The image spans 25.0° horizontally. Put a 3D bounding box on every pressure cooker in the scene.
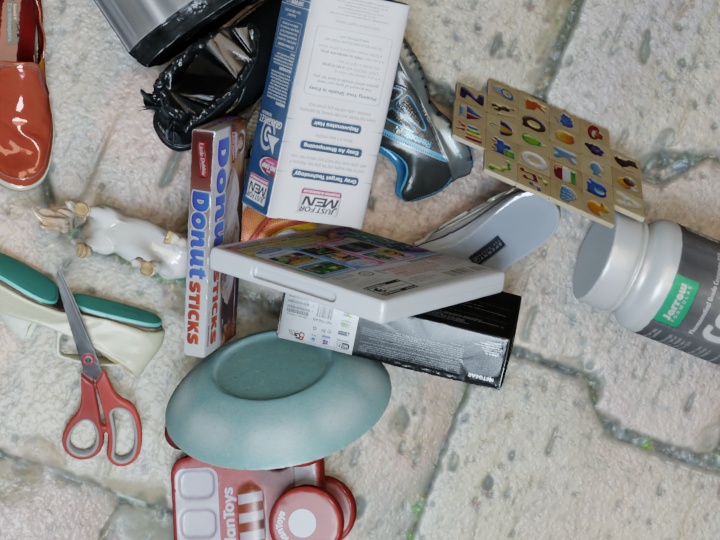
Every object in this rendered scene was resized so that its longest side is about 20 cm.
[{"bbox_3d":[-0.179,-0.302,1.428,0.178,0.176,0.201,-31,95,23],"label":"pressure cooker"}]

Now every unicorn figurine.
[{"bbox_3d":[-0.189,-0.014,1.453,0.200,0.137,0.074,38,92,6],"label":"unicorn figurine"}]

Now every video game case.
[{"bbox_3d":[0.000,0.000,1.404,0.181,0.200,0.024,17,106,32],"label":"video game case"}]

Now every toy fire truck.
[{"bbox_3d":[-0.095,0.183,1.474,0.167,0.112,0.202,-4,88,7],"label":"toy fire truck"}]

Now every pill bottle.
[{"bbox_3d":[0.312,0.019,1.551,0.199,0.113,0.114,20,85,-10],"label":"pill bottle"}]

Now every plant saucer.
[{"bbox_3d":[-0.073,0.097,1.400,0.200,0.201,0.039,-15,121,-12],"label":"plant saucer"}]

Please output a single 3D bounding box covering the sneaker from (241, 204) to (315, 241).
[{"bbox_3d":[-0.053,-0.083,1.499,0.077,0.073,0.200,42,98,-10],"label":"sneaker"}]

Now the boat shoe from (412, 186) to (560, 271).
[{"bbox_3d":[0.100,-0.024,1.532,0.202,0.086,0.075,-36,102,19],"label":"boat shoe"}]

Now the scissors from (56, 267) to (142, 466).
[{"bbox_3d":[-0.233,0.088,1.447,0.073,0.014,0.201,0,114,-3],"label":"scissors"}]

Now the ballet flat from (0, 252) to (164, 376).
[{"bbox_3d":[-0.275,0.043,1.458,0.199,0.069,0.070,23,84,-11],"label":"ballet flat"}]

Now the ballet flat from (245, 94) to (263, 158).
[{"bbox_3d":[-0.044,-0.173,1.480,0.046,0.067,0.200,42,102,3],"label":"ballet flat"}]

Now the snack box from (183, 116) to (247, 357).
[{"bbox_3d":[-0.127,-0.030,1.413,0.024,0.072,0.201,9,107,18],"label":"snack box"}]

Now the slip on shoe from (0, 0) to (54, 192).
[{"bbox_3d":[-0.311,-0.171,1.455,0.074,0.061,0.202,-1,90,-13],"label":"slip on shoe"}]

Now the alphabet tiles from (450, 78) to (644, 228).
[{"bbox_3d":[0.176,-0.112,1.519,0.199,0.167,0.006,22,125,-10],"label":"alphabet tiles"}]

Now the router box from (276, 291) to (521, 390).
[{"bbox_3d":[0.039,0.040,1.437,0.199,0.149,0.051,13,105,7],"label":"router box"}]

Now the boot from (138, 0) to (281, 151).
[{"bbox_3d":[-0.114,-0.185,1.442,0.198,0.162,0.073,-44,91,-10],"label":"boot"}]

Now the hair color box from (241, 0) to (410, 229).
[{"bbox_3d":[-0.031,-0.144,1.411,0.099,0.060,0.201,7,101,-30],"label":"hair color box"}]

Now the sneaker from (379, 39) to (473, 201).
[{"bbox_3d":[0.025,-0.159,1.518,0.082,0.073,0.201,-33,93,-6],"label":"sneaker"}]
